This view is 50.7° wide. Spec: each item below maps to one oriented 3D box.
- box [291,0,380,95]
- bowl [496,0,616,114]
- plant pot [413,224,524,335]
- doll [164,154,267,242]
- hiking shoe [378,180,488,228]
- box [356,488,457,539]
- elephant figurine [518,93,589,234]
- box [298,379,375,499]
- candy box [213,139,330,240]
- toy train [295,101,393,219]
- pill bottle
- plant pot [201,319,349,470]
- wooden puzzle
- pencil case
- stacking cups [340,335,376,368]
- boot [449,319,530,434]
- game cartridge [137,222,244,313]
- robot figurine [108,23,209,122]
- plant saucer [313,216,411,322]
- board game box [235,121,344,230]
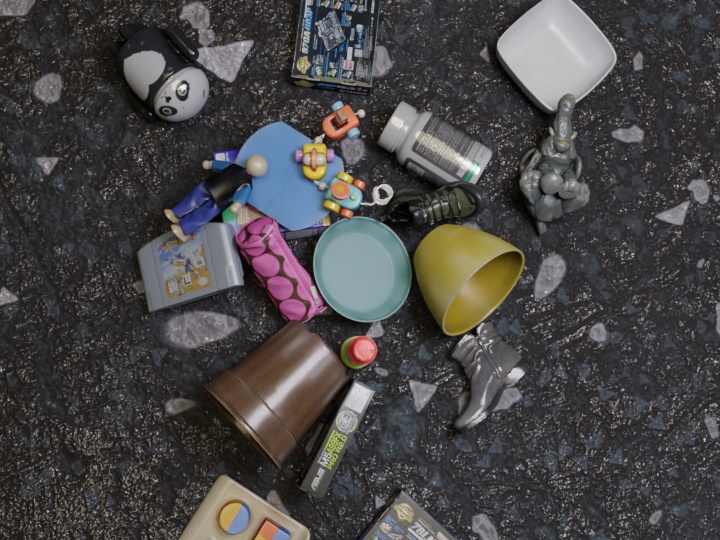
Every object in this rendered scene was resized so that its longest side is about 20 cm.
[{"bbox_3d":[-0.048,-0.456,1.501,0.157,0.046,0.202,6,81,-4],"label":"box"},{"bbox_3d":[0.384,-0.422,1.520,0.199,0.075,0.200,-40,86,-9],"label":"bowl"},{"bbox_3d":[0.180,-0.002,1.397,0.200,0.200,0.142,-39,60,-9],"label":"plant pot"},{"bbox_3d":[-0.251,-0.141,1.337,0.199,0.048,0.137,-34,59,6],"label":"doll"},{"bbox_3d":[0.136,-0.109,1.401,0.199,0.101,0.076,-4,122,32],"label":"hiking shoe"},{"bbox_3d":[0.082,0.534,1.362,0.200,0.050,0.199,41,80,2],"label":"box"},{"bbox_3d":[0.374,-0.205,1.465,0.141,0.154,0.201,36,48,-34],"label":"elephant figurine"},{"bbox_3d":[-0.044,0.289,1.332,0.044,0.160,0.201,28,81,-2],"label":"box"},{"bbox_3d":[-0.164,-0.144,1.429,0.198,0.077,0.171,-8,82,-8],"label":"candy box"},{"bbox_3d":[-0.030,-0.194,1.332,0.149,0.056,0.201,-27,83,-2],"label":"toy train"},{"bbox_3d":[0.140,-0.230,1.450,0.199,0.113,0.114,32,80,0],"label":"pill bottle"},{"bbox_3d":[-0.138,0.205,1.328,0.198,0.200,0.200,-43,87,-16],"label":"plant pot"},{"bbox_3d":[-0.216,0.493,1.344,0.199,0.046,0.186,33,80,1],"label":"wooden puzzle"},{"bbox_3d":[-0.139,0.000,1.365,0.091,0.093,0.201,-46,118,-25],"label":"pencil case"},{"bbox_3d":[-0.004,0.139,1.337,0.060,0.200,0.061,0,81,-2],"label":"stacking cups"},{"bbox_3d":[0.210,0.197,1.422,0.132,0.070,0.200,44,70,5],"label":"boot"},{"bbox_3d":[-0.312,-0.011,1.378,0.199,0.041,0.134,-17,86,19],"label":"game cartridge"},{"bbox_3d":[-0.375,-0.370,1.419,0.200,0.150,0.125,46,68,3],"label":"robot figurine"},{"bbox_3d":[0.000,0.000,1.420,0.198,0.036,0.202,6,74,-22],"label":"plant saucer"},{"bbox_3d":[-0.129,-0.166,1.379,0.199,0.039,0.159,32,85,5],"label":"board game box"}]
